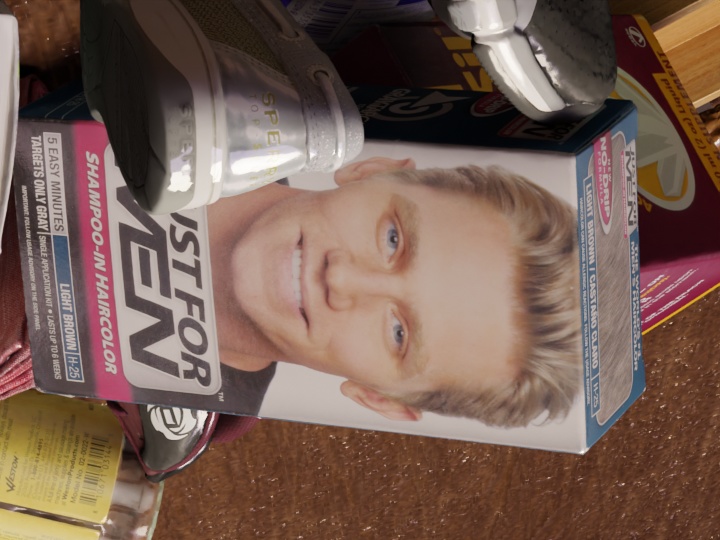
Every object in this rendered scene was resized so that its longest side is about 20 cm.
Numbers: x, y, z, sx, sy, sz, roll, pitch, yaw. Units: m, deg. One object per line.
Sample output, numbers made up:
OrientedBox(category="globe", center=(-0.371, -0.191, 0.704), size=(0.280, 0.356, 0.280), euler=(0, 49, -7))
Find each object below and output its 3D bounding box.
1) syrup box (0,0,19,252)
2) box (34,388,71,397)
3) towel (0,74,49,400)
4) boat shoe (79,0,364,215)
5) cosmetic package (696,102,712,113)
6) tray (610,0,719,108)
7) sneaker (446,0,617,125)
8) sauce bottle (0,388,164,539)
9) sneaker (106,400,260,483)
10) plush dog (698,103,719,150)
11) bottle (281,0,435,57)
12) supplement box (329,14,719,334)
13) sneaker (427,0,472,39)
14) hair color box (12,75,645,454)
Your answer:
OrientedBox(category="syrup box", center=(-0.209, -0.055, 0.881), size=(0.199, 0.082, 0.079), euler=(2, -166, -15))
OrientedBox(category="box", center=(-0.166, 0.019, 1.206), size=(0.199, 0.082, 0.068), euler=(-20, 161, 8))
OrientedBox(category="towel", center=(-0.204, 0.012, 1.077), size=(0.199, 0.144, 0.023), euler=(-21, 137, 13))
OrientedBox(category="boat shoe", center=(-0.051, -0.078, 0.892), size=(0.065, 0.202, 0.075), euler=(-4, 115, -12))
OrientedBox(category="cosmetic package", center=(0.075, -0.009, 1.313), size=(0.200, 0.051, 0.083), euler=(-28, -172, 31))
OrientedBox(category="tray", center=(0.138, -0.105, 1.174), size=(0.200, 0.037, 0.099), euler=(-26, 158, 27))
OrientedBox(category="sneaker", center=(0.066, -0.139, 0.823), size=(0.115, 0.075, 0.200), euler=(-17, 118, 17))
OrientedBox(category="sauce bottle", center=(-0.178, 0.067, 1.140), size=(0.199, 0.065, 0.065), euler=(15, 152, -11))
OrientedBox(category="sneaker", center=(-0.108, 0.026, 1.117), size=(0.200, 0.116, 0.076), euler=(6, -155, 40))
OrientedBox(category="plush dog", center=(0.245, -0.016, 1.232), size=(0.160, 0.172, 0.200), euler=(-22, 174, -5))
OrientedBox(category="bottle", center=(-0.022, -0.093, 1.036), size=(0.083, 0.065, 0.200), euler=(-10, 160, -29))
OrientedBox(category="supplement box", center=(0.054, -0.026, 1.054), size=(0.086, 0.111, 0.200), euler=(-36, 166, 31))
OrientedBox(category="sneaker", center=(0.106, -0.122, 0.896), size=(0.083, 0.121, 0.200), euler=(-6, 139, -44))
OrientedBox(category="hair color box", center=(-0.012, -0.006, 0.930), size=(0.199, 0.100, 0.061), euler=(4, -160, 24))
